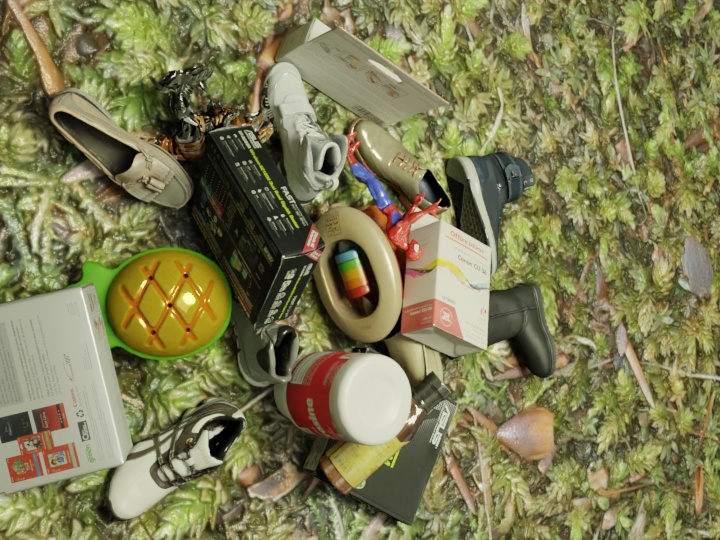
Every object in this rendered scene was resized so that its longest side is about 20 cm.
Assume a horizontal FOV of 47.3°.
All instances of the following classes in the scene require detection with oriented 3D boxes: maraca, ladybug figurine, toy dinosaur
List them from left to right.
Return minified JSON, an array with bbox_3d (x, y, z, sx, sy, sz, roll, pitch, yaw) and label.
[{"bbox_3d":[-0.256,0.042,1.000,0.198,0.107,0.139,-4,88,-15],"label":"maraca"},{"bbox_3d":[-0.212,-0.186,1.052,0.199,0.102,0.137,-24,115,-37],"label":"toy dinosaur"},{"bbox_3d":[0.000,0.000,1.164,0.072,0.135,0.202,-21,96,-56],"label":"ladybug figurine"}]

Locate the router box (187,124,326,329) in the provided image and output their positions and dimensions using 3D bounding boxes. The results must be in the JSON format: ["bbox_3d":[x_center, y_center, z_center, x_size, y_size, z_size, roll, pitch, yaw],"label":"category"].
[{"bbox_3d":[-0.133,-0.053,1.008,0.062,0.150,0.201,-17,64,-34],"label":"router box"}]

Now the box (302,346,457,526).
[{"bbox_3d":[0.034,0.244,1.214,0.192,0.047,0.201,34,69,-24],"label":"box"}]

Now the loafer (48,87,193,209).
[{"bbox_3d":[-0.292,-0.136,0.996,0.200,0.063,0.072,39,107,-21],"label":"loafer"}]

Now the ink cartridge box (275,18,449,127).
[{"bbox_3d":[0.006,-0.280,1.151,0.199,0.176,0.045,28,72,-30],"label":"ink cartridge box"}]

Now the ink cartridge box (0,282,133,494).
[{"bbox_3d":[-0.365,0.131,0.913,0.174,0.084,0.202,-12,94,-8],"label":"ink cartridge box"}]

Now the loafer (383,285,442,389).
[{"bbox_3d":[0.070,0.112,1.191,0.068,0.076,0.202,15,59,-32],"label":"loafer"}]

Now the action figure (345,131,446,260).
[{"bbox_3d":[0.053,-0.113,1.162,0.098,0.065,0.201,-28,78,7],"label":"action figure"}]

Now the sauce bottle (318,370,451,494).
[{"bbox_3d":[0.036,0.216,1.109,0.200,0.066,0.066,-39,110,1],"label":"sauce bottle"}]

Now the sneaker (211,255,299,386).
[{"bbox_3d":[-0.126,0.056,1.076,0.075,0.115,0.202,-22,100,-33],"label":"sneaker"}]

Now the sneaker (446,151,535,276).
[{"bbox_3d":[0.230,-0.096,1.352,0.145,0.077,0.204,-12,93,-31],"label":"sneaker"}]

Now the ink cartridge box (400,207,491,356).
[{"bbox_3d":[0.126,0.008,1.178,0.116,0.067,0.202,25,59,-37],"label":"ink cartridge box"}]

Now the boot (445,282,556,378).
[{"bbox_3d":[0.222,0.113,1.339,0.199,0.065,0.167,-10,84,-37],"label":"boot"}]

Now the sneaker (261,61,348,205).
[{"bbox_3d":[-0.074,-0.194,1.129,0.075,0.115,0.202,-9,92,-34],"label":"sneaker"}]

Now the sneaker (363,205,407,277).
[{"bbox_3d":[0.079,-0.028,1.245,0.200,0.077,0.073,44,64,-23],"label":"sneaker"}]

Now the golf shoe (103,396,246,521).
[{"bbox_3d":[-0.226,0.230,1.012,0.200,0.094,0.078,-43,111,-27],"label":"golf shoe"}]

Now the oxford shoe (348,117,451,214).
[{"bbox_3d":[0.066,-0.160,1.245,0.200,0.074,0.071,41,69,-24],"label":"oxford shoe"}]

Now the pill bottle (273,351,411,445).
[{"bbox_3d":[-0.032,0.164,1.082,0.111,0.199,0.114,3,85,-33],"label":"pill bottle"}]
